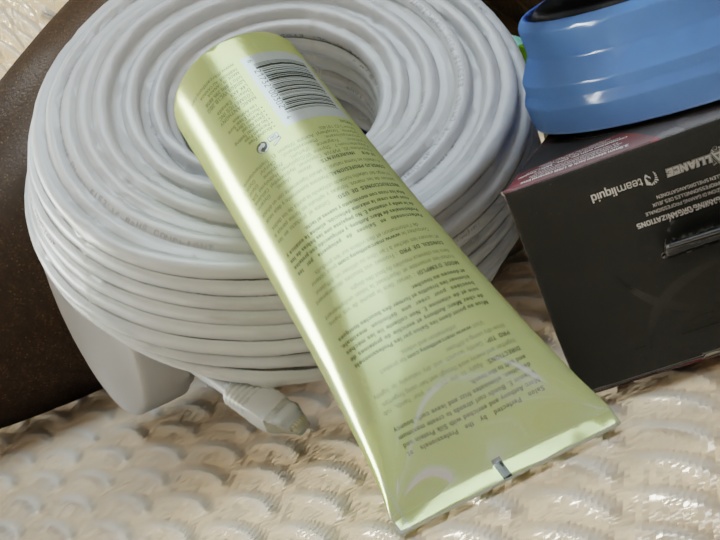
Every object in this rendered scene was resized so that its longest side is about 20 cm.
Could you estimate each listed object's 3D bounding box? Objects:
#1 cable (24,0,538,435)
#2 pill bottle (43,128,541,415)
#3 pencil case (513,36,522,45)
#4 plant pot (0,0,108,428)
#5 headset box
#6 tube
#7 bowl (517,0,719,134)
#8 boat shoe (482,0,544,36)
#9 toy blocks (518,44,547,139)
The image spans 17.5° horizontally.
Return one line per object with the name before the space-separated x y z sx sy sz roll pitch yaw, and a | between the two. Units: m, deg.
cable | -0.032 -0.045 0.890 0.199 0.070 0.200 23 53 25
pill bottle | -0.029 -0.023 0.998 0.199 0.116 0.116 -26 10 -18
pencil case | 0.159 -0.130 1.209 0.085 0.093 0.200 -32 13 -30
plant pot | -0.129 -0.023 1.123 0.200 0.187 0.187 -42 16 -18
headset box | 0.140 -0.035 0.791 0.148 0.078 0.200 -19 9 19
tube | 0.000 0.000 0.765 0.052 0.200 0.058 17 -62 -45
bowl | 0.145 -0.102 0.797 0.199 0.040 0.201 -21 9 4
boat shoe | 0.045 -0.142 0.959 0.199 0.071 0.070 14 74 35
toy blocks | 0.155 -0.084 1.020 0.136 0.101 0.200 -12 9 -4
